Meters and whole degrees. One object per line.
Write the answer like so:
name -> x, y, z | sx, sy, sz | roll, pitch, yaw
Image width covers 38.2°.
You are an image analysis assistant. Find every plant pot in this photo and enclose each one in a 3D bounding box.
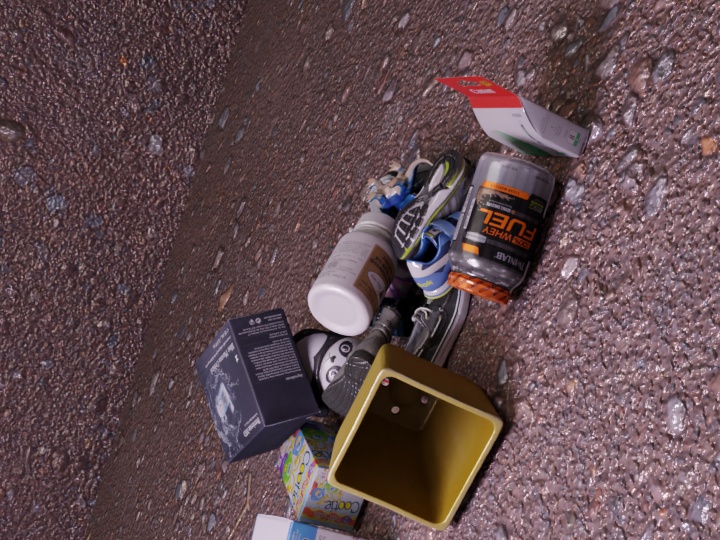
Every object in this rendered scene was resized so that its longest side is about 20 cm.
plant pot -> 0.074, 0.221, 1.539 | 0.201, 0.193, 0.197 | -92, 27, -71

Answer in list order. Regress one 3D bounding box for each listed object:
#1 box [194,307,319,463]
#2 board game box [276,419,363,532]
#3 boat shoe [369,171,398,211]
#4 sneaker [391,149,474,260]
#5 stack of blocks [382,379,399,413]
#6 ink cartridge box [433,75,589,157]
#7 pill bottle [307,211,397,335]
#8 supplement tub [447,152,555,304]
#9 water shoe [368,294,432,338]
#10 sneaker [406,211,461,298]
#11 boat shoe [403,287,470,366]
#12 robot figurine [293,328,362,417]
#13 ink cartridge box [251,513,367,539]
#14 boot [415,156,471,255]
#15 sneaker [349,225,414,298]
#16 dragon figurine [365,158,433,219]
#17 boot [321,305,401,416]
box -> -0.187, 0.205, 1.842 | 0.197, 0.116, 0.203 | -47, 60, 51
board game box -> -0.068, 0.355, 1.829 | 0.105, 0.103, 0.200 | -69, 21, 12
boat shoe -> 0.055, -0.132, 1.916 | 0.201, 0.074, 0.061 | 110, -176, -62
sneaker -> 0.126, -0.095, 1.702 | 0.201, 0.080, 0.074 | -53, 37, 17
stack of blocks -> 0.027, 0.229, 1.748 | 0.115, 0.058, 0.203 | 13, 79, 62
ink cartridge box -> 0.213, -0.225, 1.530 | 0.161, 0.197, 0.051 | 21, 91, 67
pill bottle -> 0.000, 0.000, 1.746 | 0.114, 0.114, 0.202 | -40, 16, 49
supplement tub -> 0.202, -0.061, 1.530 | 0.122, 0.121, 0.204 | 16, 88, 67
water shoe -> 0.058, 0.079, 1.801 | 0.199, 0.078, 0.073 | -25, 50, 59
sneaker -> 0.149, -0.054, 1.654 | 0.201, 0.082, 0.074 | -53, 26, -11
boat shoe -> 0.117, 0.088, 1.671 | 0.072, 0.070, 0.204 | 10, 79, 68
robot figurine -> -0.064, 0.171, 1.871 | 0.198, 0.124, 0.154 | 9, 112, 45
ink cartridge box -> -0.065, 0.480, 1.624 | 0.145, 0.197, 0.150 | -16, 58, 60
boot -> 0.123, -0.084, 1.811 | 0.164, 0.064, 0.204 | -22, 57, 63
sneaker -> 0.034, -0.012, 1.899 | 0.200, 0.079, 0.090 | 44, 128, 45
dragon figurine -> 0.076, -0.133, 1.787 | 0.199, 0.099, 0.060 | -35, 41, 35
boot -> 0.010, 0.152, 1.719 | 0.131, 0.067, 0.201 | -56, -2, -38
